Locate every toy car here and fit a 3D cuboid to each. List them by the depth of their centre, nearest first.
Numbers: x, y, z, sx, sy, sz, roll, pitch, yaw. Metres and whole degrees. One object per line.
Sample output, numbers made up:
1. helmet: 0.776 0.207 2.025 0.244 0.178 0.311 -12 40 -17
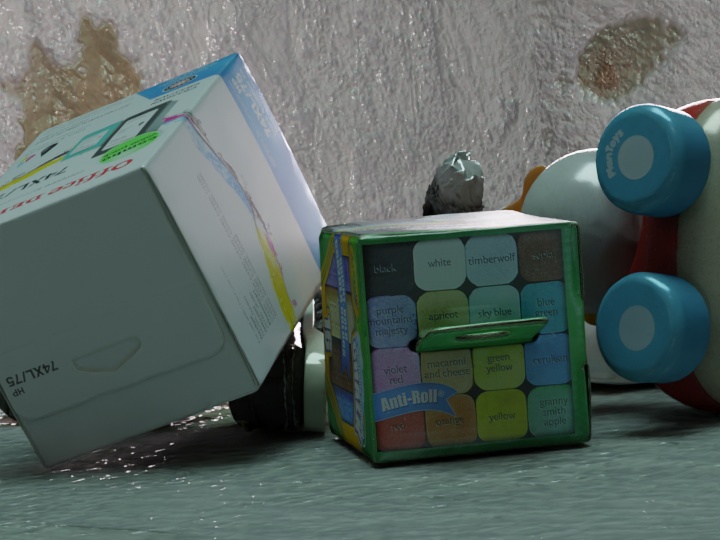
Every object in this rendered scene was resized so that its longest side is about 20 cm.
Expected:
1. toy car: 0.158 -0.005 1.651 0.200 0.177 0.184 -4 -6 43

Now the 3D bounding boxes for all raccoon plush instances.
1. raccoon plush: 0.000 0.000 1.848 0.134 0.200 0.097 -6 36 -13

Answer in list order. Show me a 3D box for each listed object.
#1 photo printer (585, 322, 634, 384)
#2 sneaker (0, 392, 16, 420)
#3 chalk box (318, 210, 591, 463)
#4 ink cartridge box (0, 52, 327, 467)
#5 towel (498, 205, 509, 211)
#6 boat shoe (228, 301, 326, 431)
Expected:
1. photo printer: 0.172 0.032 1.869 0.166 0.070 0.200 -6 4 -26
2. sneaker: -0.173 0.069 1.848 0.079 0.076 0.200 6 4 -40
3. chalk box: 0.053 0.036 1.551 0.124 0.124 0.200 -4 4 -8
4. ink cartridge box: -0.125 -0.008 1.645 0.146 0.146 0.200 -20 16 20
5. towel: 0.211 -0.027 1.846 0.200 0.048 0.171 -4 1 -45
6. boat shoe: -0.055 0.057 1.739 0.060 0.072 0.201 -1 6 -4
